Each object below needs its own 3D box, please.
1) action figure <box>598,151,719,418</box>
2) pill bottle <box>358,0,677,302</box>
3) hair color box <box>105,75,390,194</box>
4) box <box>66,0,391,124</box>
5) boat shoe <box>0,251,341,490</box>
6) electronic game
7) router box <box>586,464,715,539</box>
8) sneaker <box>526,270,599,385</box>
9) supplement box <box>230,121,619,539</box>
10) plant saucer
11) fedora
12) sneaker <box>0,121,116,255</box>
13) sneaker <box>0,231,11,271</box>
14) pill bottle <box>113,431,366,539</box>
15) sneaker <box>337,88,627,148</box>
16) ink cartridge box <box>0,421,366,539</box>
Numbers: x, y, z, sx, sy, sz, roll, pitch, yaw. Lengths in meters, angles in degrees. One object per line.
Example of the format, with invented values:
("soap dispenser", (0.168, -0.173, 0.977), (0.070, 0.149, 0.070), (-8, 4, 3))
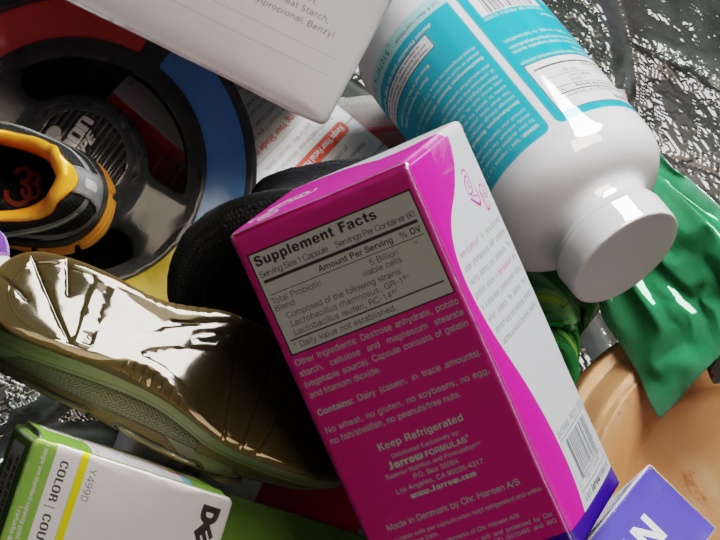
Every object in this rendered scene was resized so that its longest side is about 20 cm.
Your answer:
("action figure", (0.159, -0.027, 1.467), (0.200, 0.118, 0.055), (53, 15, 26))
("pill bottle", (0.092, -0.076, 1.425), (0.111, 0.111, 0.200), (-12, 53, -36))
("hair color box", (-0.050, -0.051, 1.489), (0.200, 0.064, 0.111), (40, 48, 2))
("box", (-0.076, -0.194, 1.389), (0.200, 0.131, 0.199), (26, 12, -7))
("boat shoe", (-0.096, 0.059, 1.265), (0.200, 0.063, 0.073), (22, 53, -6))
("electronic game", (-0.156, -0.058, 1.399), (0.199, 0.042, 0.201), (2, 77, -9))
("router box", (0.074, 0.209, 1.291), (0.049, 0.180, 0.200), (43, 46, 3))
("sneaker", (0.103, 0.045, 1.482), (0.200, 0.083, 0.074), (-46, 128, -34))
("supplement box", (0.034, 0.044, 1.233), (0.201, 0.103, 0.101), (67, 21, -6))
("plant saucer", (0.203, 0.126, 1.469), (0.200, 0.032, 0.201), (2, 82, -15))
("fedora", (0.000, 0.000, 1.373), (0.200, 0.201, 0.092), (25, 45, -13))
("sneaker", (-0.229, -0.050, 1.334), (0.199, 0.077, 0.079), (0, 81, -1))
("sneaker", (-0.268, -0.031, 1.276), (0.199, 0.081, 0.084), (12, 85, 8))
("pill bottle", (-0.027, 0.116, 1.346), (0.200, 0.112, 0.112), (25, 48, -12))
("sneaker", (0.064, -0.058, 1.554), (0.199, 0.075, 0.105), (-2, 99, -4))
("ink cartridge box", (-0.092, 0.174, 1.237), (0.199, 0.076, 0.148), (19, 87, -15))
